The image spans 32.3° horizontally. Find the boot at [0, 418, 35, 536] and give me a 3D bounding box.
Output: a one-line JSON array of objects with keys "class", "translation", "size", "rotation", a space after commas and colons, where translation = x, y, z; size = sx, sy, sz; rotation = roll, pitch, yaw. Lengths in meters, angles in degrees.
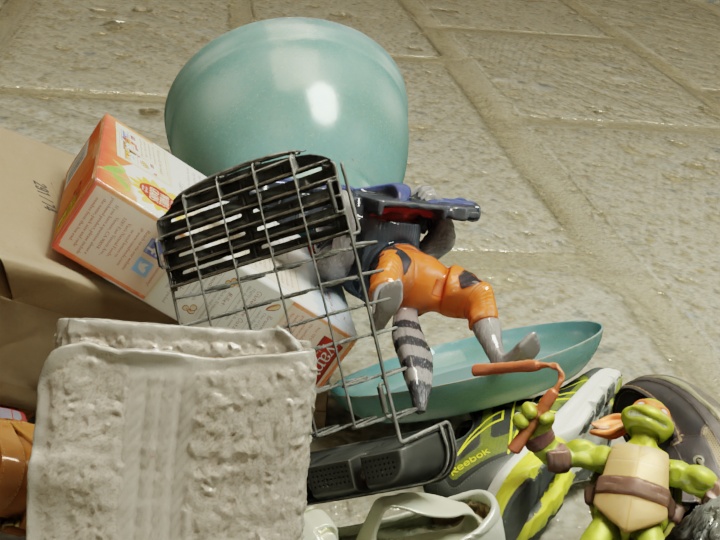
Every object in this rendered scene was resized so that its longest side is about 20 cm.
[{"class": "boot", "translation": [-0.142, 0.111, 0.641], "size": [0.199, 0.075, 0.154], "rotation": [-13, -28, 40]}]

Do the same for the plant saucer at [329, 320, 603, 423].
[{"class": "plant saucer", "translation": [0.077, 0.073, 0.880], "size": [0.198, 0.028, 0.200], "rotation": [-14, 4, 1]}]

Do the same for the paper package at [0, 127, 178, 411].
[{"class": "paper package", "translation": [-0.223, -0.004, 0.846], "size": [0.190, 0.104, 0.200], "rotation": [19, 22, -44]}]

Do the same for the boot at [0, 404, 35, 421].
[{"class": "boot", "translation": [-0.321, 0.077, 0.788], "size": [0.198, 0.078, 0.155], "rotation": [18, 26, 21]}]

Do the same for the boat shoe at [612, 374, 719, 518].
[{"class": "boat shoe", "translation": [0.203, 0.138, 0.757], "size": [0.072, 0.075, 0.200], "rotation": [-10, 37, -19]}]

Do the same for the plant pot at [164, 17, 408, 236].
[{"class": "plant pot", "translation": [-0.050, -0.074, 0.966], "size": [0.198, 0.201, 0.135], "rotation": [0, 49, -13]}]

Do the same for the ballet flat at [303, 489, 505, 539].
[{"class": "ballet flat", "translation": [-0.005, 0.157, 0.695], "size": [0.198, 0.070, 0.069], "rotation": [-5, 25, -25]}]

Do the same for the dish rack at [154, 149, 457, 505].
[{"class": "dish rack", "translation": [-0.040, 0.037, 0.713], "size": [0.152, 0.202, 0.054], "rotation": [-15, -3, 30]}]

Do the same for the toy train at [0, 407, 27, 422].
[{"class": "toy train", "translation": [-0.218, 0.104, 0.739], "size": [0.198, 0.034, 0.046], "rotation": [12, 38, -39]}]

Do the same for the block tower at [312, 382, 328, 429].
[{"class": "block tower", "translation": [-0.047, 0.054, 0.948], "size": [0.053, 0.058, 0.200], "rotation": [6, 24, -1]}]

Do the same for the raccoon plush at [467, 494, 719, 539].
[{"class": "raccoon plush", "translation": [0.103, 0.146, 0.614], "size": [0.097, 0.200, 0.134], "rotation": [36, 13, -46]}]

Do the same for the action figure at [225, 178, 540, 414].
[{"class": "action figure", "translation": [0.000, 0.000, 0.809], "size": [0.198, 0.106, 0.194], "rotation": [6, 21, -24]}]

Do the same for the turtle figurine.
[{"class": "turtle figurine", "translation": [0.144, 0.133, 0.705], "size": [0.198, 0.065, 0.163], "rotation": [15, 60, 12]}]

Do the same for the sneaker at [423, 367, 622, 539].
[{"class": "sneaker", "translation": [0.112, 0.108, 0.831], "size": [0.084, 0.075, 0.199], "rotation": [18, 25, 28]}]

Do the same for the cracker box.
[{"class": "cracker box", "translation": [-0.102, -0.011, 0.829], "size": [0.199, 0.058, 0.134], "rotation": [32, 15, -20]}]

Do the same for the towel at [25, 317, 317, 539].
[{"class": "towel", "translation": [-0.090, 0.124, 0.587], "size": [0.131, 0.203, 0.034], "rotation": [3, 3, -7]}]
